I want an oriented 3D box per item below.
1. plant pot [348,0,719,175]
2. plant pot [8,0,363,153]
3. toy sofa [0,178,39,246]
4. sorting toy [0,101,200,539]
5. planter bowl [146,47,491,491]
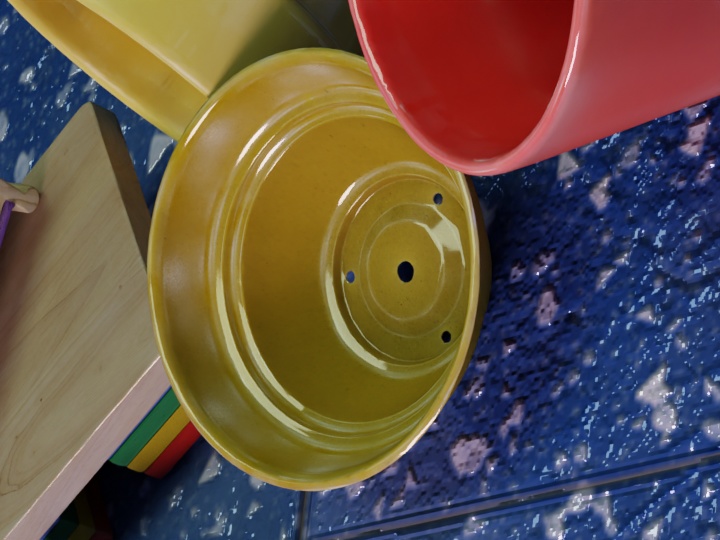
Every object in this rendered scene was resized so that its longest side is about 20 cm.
[{"bbox_3d":[0.110,-0.149,1.227,0.200,0.176,0.202,29,124,55],"label":"plant pot"},{"bbox_3d":[-0.057,-0.169,1.498,0.189,0.201,0.200,-53,35,-9],"label":"plant pot"},{"bbox_3d":[-0.237,0.042,1.586,0.082,0.098,0.201,7,76,28],"label":"toy sofa"},{"bbox_3d":[-0.155,0.051,1.589,0.200,0.069,0.199,-49,39,24],"label":"sorting toy"},{"bbox_3d":[0.000,0.000,1.382,0.199,0.083,0.202,-1,89,40],"label":"planter bowl"}]
